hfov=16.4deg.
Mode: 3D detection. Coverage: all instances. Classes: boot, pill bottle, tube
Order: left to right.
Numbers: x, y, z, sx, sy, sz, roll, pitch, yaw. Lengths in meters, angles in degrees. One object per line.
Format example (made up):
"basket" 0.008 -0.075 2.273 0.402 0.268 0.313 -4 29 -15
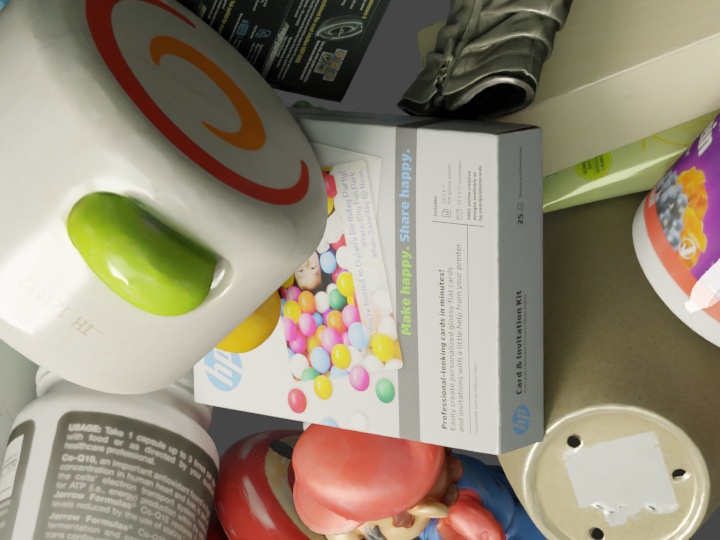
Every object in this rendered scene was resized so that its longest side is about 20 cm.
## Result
"pill bottle" -0.136 0.133 1.311 0.114 0.200 0.114 7 152 4
"boot" 0.094 -0.137 1.196 0.068 0.131 0.200 25 157 -20
"tube" 0.177 -0.074 1.309 0.200 0.058 0.052 -9 105 11
"pill bottle" 0.231 -0.057 1.210 0.111 0.111 0.200 34 125 -8

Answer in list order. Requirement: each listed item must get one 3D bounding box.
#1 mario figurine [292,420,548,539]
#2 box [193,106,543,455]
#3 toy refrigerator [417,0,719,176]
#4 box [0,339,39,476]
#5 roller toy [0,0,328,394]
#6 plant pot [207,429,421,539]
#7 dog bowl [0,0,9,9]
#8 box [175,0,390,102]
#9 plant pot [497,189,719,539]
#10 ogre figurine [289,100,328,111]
"mario figurine" 0.030 0.131 1.346 0.123 0.106 0.200 6 166 44
"box" 0.000 0.000 1.245 0.200 0.041 0.156 8 103 40
"toy refrigerator" 0.137 -0.113 1.279 0.200 0.076 0.070 -22 146 18
"box" -0.304 0.049 1.366 0.200 0.171 0.199 -16 113 32
"roller toy" -0.120 -0.040 1.182 0.140 0.200 0.182 -43 75 21
"plant pot" -0.042 0.204 1.405 0.200 0.200 0.183 31 113 -7
"dog bowl" -0.220 -0.131 1.293 0.200 0.050 0.111 41 120 3
"box" -0.050 -0.180 1.215 0.160 0.044 0.200 10 134 -19
"plant pot" 0.138 0.061 1.305 0.187 0.200 0.187 4 116 7
"ogre figurine" -0.111 -0.033 1.362 0.200 0.098 0.120 -3 98 -6
